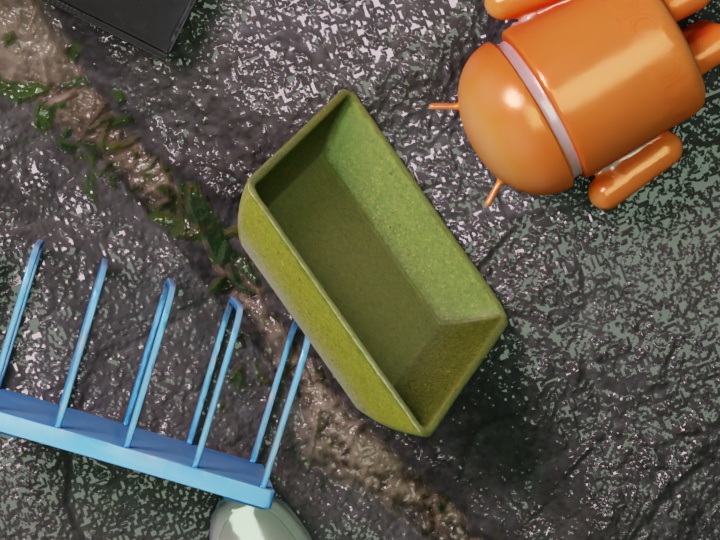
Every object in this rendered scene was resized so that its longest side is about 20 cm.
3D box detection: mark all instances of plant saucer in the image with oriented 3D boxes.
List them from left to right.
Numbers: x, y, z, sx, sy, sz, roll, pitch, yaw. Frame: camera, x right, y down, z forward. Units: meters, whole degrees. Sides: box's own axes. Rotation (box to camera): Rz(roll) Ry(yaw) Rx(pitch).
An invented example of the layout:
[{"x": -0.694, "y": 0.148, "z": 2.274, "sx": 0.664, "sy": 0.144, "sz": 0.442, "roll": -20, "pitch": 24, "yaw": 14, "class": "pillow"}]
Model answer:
[{"x": 0.000, "y": 0.000, "z": 1.664, "sx": 0.048, "sy": 0.200, "sz": 0.200, "roll": -31, "pitch": 99, "yaw": 28, "class": "plant saucer"}]

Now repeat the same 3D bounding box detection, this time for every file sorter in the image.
[{"x": -0.143, "y": 0.065, "z": 1.671, "sx": 0.199, "sy": 0.139, "sz": 0.123, "roll": 16, "pitch": 91, "yaw": -6, "class": "file sorter"}]

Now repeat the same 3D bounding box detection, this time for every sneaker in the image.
[{"x": -0.055, "y": 0.247, "z": 1.725, "sx": 0.076, "sy": 0.081, "sz": 0.201, "roll": -14, "pitch": 96, "yaw": -1, "class": "sneaker"}]

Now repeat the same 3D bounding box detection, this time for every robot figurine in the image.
[{"x": 0.149, "y": -0.128, "z": 1.684, "sx": 0.200, "sy": 0.117, "sz": 0.144, "roll": -31, "pitch": 142, "yaw": -1, "class": "robot figurine"}]

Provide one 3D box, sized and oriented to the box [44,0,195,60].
[{"x": -0.166, "y": -0.265, "z": 1.640, "sx": 0.193, "sy": 0.047, "sz": 0.200, "roll": 26, "pitch": 93, "yaw": -32, "class": "box"}]
